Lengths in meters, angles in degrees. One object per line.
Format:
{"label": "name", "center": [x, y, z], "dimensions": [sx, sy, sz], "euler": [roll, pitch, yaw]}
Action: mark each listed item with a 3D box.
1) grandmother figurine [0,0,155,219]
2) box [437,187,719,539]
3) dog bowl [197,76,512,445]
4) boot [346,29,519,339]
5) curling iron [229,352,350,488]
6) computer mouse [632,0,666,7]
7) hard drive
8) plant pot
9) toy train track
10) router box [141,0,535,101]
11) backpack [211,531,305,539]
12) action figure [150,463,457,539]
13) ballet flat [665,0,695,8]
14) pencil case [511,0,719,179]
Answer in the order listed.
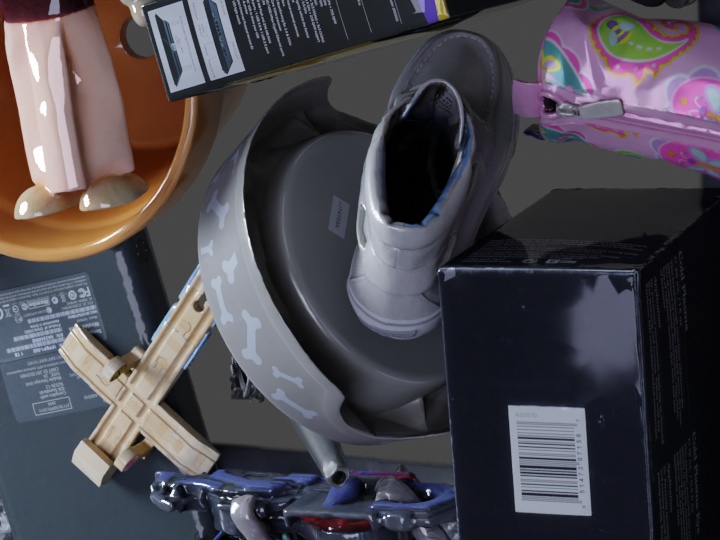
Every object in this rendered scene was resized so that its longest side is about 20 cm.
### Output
{"label": "grandmother figurine", "center": [-0.156, -0.130, 1.321], "dimensions": [0.121, 0.061, 0.200], "euler": [-9, 103, 17]}
{"label": "box", "center": [0.123, 0.073, 1.336], "dimensions": [0.104, 0.182, 0.200], "euler": [1, 104, 23]}
{"label": "dog bowl", "center": [0.000, 0.000, 1.371], "dimensions": [0.059, 0.200, 0.200], "euler": [-30, 91, 41]}
{"label": "boot", "center": [0.043, -0.067, 1.321], "dimensions": [0.073, 0.200, 0.096], "euler": [12, 143, 2]}
{"label": "curling iron", "center": [-0.035, 0.074, 1.422], "dimensions": [0.026, 0.200, 0.050], "euler": [6, 105, -20]}
{"label": "computer mouse", "center": [0.097, -0.229, 1.312], "dimensions": [0.140, 0.046, 0.200], "euler": [29, 134, 59]}
{"label": "hard drive", "center": [-0.164, 0.077, 1.549], "dimensions": [0.139, 0.033, 0.200], "euler": [-12, 98, 26]}
{"label": "plant pot", "center": [-0.148, -0.118, 1.429], "dimensions": [0.200, 0.140, 0.200], "euler": [7, 107, 22]}
{"label": "toy train track", "center": [-0.112, 0.048, 1.475], "dimensions": [0.115, 0.033, 0.200], "euler": [41, 119, 11]}
{"label": "router box", "center": [0.008, -0.139, 1.320], "dimensions": [0.157, 0.200, 0.052], "euler": [-15, 94, 27]}
{"label": "backpack", "center": [-0.045, 0.243, 1.444], "dimensions": [0.182, 0.200, 0.135], "euler": [30, 117, 10]}
{"label": "action figure", "center": [-0.034, 0.166, 1.367], "dimensions": [0.200, 0.193, 0.105], "euler": [5, 122, 35]}
{"label": "ballet flat", "center": [0.146, -0.232, 1.320], "dimensions": [0.067, 0.046, 0.200], "euler": [4, 111, 68]}
{"label": "pencil case", "center": [0.181, -0.082, 1.323], "dimensions": [0.200, 0.087, 0.088], "euler": [15, 110, 18]}
